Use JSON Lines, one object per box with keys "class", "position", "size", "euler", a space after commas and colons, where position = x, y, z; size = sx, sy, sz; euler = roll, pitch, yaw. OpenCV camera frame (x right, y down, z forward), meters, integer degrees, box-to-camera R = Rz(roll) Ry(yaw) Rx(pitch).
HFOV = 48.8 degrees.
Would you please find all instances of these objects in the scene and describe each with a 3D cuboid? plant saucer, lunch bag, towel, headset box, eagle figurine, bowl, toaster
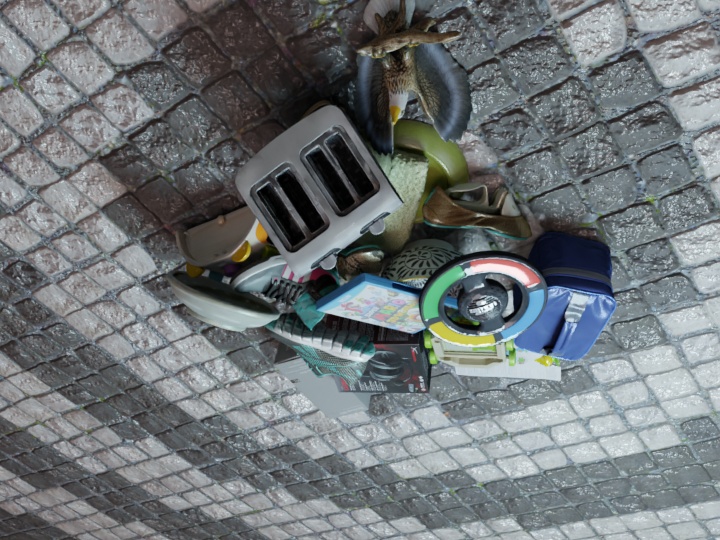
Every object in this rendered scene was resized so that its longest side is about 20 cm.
{"class": "plant saucer", "position": [0.067, -0.139, 1.213], "size": [0.195, 0.031, 0.202], "euler": [6, 138, 5]}
{"class": "lunch bag", "position": [0.324, 0.057, 1.293], "size": [0.133, 0.134, 0.202], "euler": [12, 138, 0]}
{"class": "towel", "position": [0.021, -0.109, 1.206], "size": [0.145, 0.037, 0.202], "euler": [13, 138, -3]}
{"class": "headset box", "position": [0.024, 0.151, 1.448], "size": [0.195, 0.078, 0.150], "euler": [-2, 136, 13]}
{"class": "eagle figurine", "position": [0.057, -0.248, 1.039], "size": [0.151, 0.152, 0.200], "euler": [37, 174, 22]}
{"class": "plant saucer", "position": [-0.232, 0.058, 1.313], "size": [0.197, 0.200, 0.051], "euler": [21, 94, -11]}
{"class": "bowl", "position": [0.113, 0.010, 1.301], "size": [0.196, 0.096, 0.202], "euler": [1, 155, 0]}
{"class": "toaster", "position": [-0.057, -0.116, 1.074], "size": [0.179, 0.119, 0.202], "euler": [-33, 95, 4]}

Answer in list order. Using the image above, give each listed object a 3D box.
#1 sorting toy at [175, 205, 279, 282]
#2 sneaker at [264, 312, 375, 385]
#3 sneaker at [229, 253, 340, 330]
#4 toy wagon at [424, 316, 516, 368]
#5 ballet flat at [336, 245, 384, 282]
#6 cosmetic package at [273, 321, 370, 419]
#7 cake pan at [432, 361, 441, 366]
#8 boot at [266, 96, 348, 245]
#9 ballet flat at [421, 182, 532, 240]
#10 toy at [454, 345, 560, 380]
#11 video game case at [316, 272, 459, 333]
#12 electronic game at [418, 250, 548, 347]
{"class": "sorting toy", "position": [-0.189, -0.022, 1.368], "size": [0.197, 0.109, 0.179], "euler": [-18, 150, 28]}
{"class": "sneaker", "position": [-0.077, 0.140, 1.359], "size": [0.196, 0.078, 0.093], "euler": [19, 115, 9]}
{"class": "sneaker", "position": [-0.111, 0.041, 1.310], "size": [0.197, 0.123, 0.084], "euler": [-13, 159, -34]}
{"class": "toy wagon", "position": [0.188, 0.120, 1.364], "size": [0.152, 0.040, 0.201], "euler": [0, 150, 14]}
{"class": "ballet flat", "position": [0.000, 0.000, 1.277], "size": [0.066, 0.077, 0.200], "euler": [-6, -179, -12]}
{"class": "cosmetic package", "position": [-0.069, 0.201, 1.572], "size": [0.105, 0.091, 0.201], "euler": [-20, 126, 30]}
{"class": "cake pan", "position": [0.084, 0.121, 1.488], "size": [0.195, 0.037, 0.203], "euler": [6, 137, 6]}
{"class": "boot", "position": [-0.079, -0.139, 1.163], "size": [0.076, 0.140, 0.201], "euler": [20, 137, -10]}
{"class": "ballet flat", "position": [0.186, -0.095, 1.202], "size": [0.196, 0.068, 0.074], "euler": [8, 111, -21]}
{"class": "toy", "position": [0.272, 0.149, 1.469], "size": [0.196, 0.048, 0.116], "euler": [4, 136, 18]}
{"class": "video game case", "position": [0.048, 0.056, 1.265], "size": [0.197, 0.018, 0.142], "euler": [16, 152, -30]}
{"class": "electronic game", "position": [0.185, 0.047, 1.199], "size": [0.195, 0.042, 0.203], "euler": [-1, 134, -1]}
